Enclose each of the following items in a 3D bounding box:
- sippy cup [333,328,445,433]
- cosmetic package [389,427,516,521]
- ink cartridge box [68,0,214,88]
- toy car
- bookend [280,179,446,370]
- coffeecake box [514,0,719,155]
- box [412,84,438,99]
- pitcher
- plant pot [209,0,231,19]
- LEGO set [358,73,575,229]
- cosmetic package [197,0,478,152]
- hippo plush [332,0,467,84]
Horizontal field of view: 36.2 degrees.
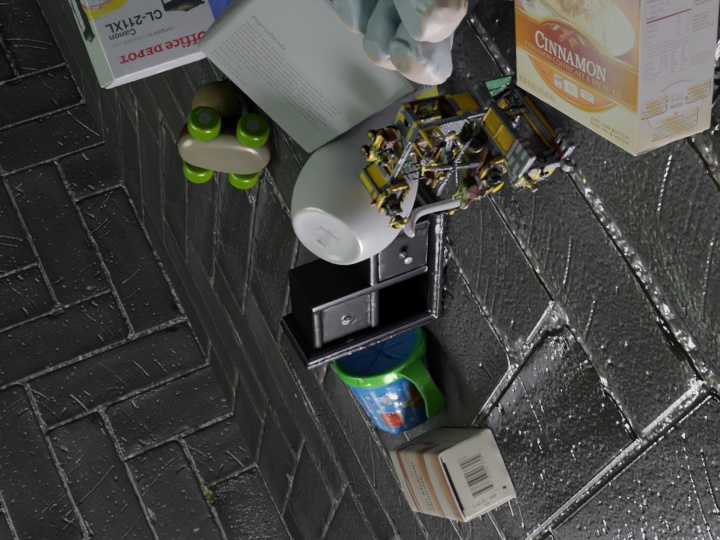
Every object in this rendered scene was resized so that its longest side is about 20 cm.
[{"bbox_3d":[0.045,0.157,1.578,0.178,0.139,0.130,-96,-13,-57],"label":"sippy cup"},{"bbox_3d":[0.124,0.282,1.539,0.104,0.087,0.200,67,161,2],"label":"cosmetic package"},{"bbox_3d":[-0.267,-0.335,1.305,0.083,0.146,0.200,5,116,66],"label":"ink cartridge box"},{"bbox_3d":[-0.231,-0.272,1.914,0.164,0.157,0.200,115,160,-60],"label":"toy car"},{"bbox_3d":[0.000,0.000,1.403,0.092,0.198,0.200,55,156,39],"label":"bookend"},{"bbox_3d":[0.179,-0.208,0.790,0.154,0.073,0.200,46,151,50],"label":"coffeecake box"},{"bbox_3d":[0.025,-0.223,1.326,0.200,0.050,0.075,29,137,63],"label":"box"},{"bbox_3d":[0.031,-0.090,1.174,0.171,0.200,0.121,33,147,-1],"label":"pitcher"},{"bbox_3d":[-0.165,-0.450,1.403,0.200,0.180,0.200,65,160,9],"label":"plant pot"},{"bbox_3d":[0.107,-0.095,1.056,0.116,0.200,0.154,58,138,23],"label":"LEGO set"},{"bbox_3d":[-0.021,-0.252,1.089,0.166,0.167,0.200,43,149,-17],"label":"cosmetic package"},{"bbox_3d":[0.065,-0.266,0.912,0.200,0.161,0.159,60,162,4],"label":"hippo plush"}]
